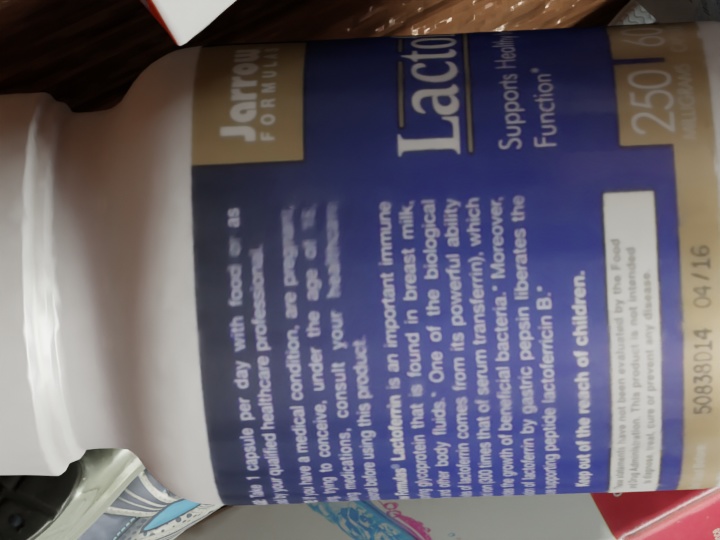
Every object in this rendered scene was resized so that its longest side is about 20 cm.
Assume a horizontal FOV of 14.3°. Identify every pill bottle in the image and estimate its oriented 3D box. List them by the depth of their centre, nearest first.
[{"bbox_3d":[0.000,0.000,0.713,0.199,0.116,0.116,-3,141,2],"label":"pill bottle"}]

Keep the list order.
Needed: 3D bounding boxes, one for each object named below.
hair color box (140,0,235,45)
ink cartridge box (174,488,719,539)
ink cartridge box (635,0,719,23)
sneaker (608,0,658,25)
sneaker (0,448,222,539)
[{"bbox_3d":[-0.044,-0.151,0.607,0.111,0.064,0.200,-38,145,-6],"label":"hair color box"},{"bbox_3d":[0.033,0.114,0.937,0.199,0.083,0.146,-27,146,0],"label":"ink cartridge box"},{"bbox_3d":[0.143,-0.118,0.707,0.144,0.200,0.146,-38,147,-10],"label":"ink cartridge box"},{"bbox_3d":[0.151,-0.070,0.882,0.199,0.073,0.071,-29,141,-18],"label":"sneaker"},{"bbox_3d":[-0.056,0.035,0.813,0.199,0.078,0.086,-29,157,-5],"label":"sneaker"}]
